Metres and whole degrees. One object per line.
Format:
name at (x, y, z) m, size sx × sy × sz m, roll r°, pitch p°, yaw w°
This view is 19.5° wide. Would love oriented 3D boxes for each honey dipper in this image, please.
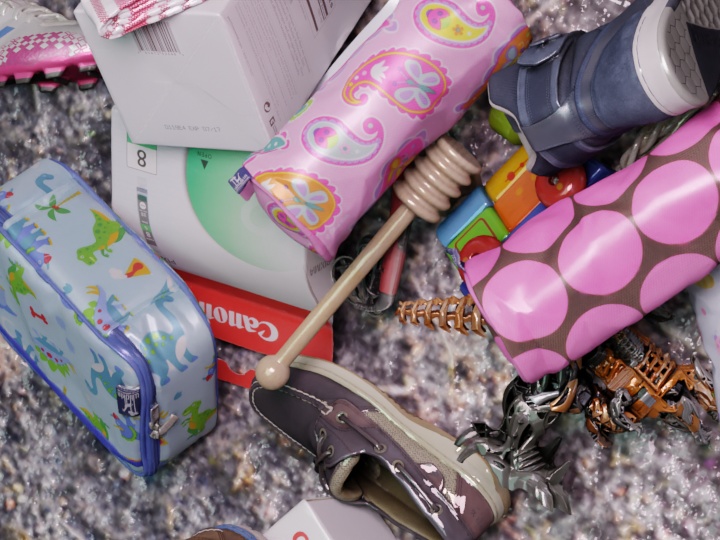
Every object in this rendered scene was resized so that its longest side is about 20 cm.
honey dipper at (0.000, 0.000, 1.316) m, size 0.038 × 0.038 × 0.200 m, roll 45°, pitch 104°, yaw 23°

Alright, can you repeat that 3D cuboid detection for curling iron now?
curling iron at (0.022, -0.065, 1.333) m, size 0.049 × 0.026 × 0.201 m, roll 23°, pitch 109°, yaw 26°

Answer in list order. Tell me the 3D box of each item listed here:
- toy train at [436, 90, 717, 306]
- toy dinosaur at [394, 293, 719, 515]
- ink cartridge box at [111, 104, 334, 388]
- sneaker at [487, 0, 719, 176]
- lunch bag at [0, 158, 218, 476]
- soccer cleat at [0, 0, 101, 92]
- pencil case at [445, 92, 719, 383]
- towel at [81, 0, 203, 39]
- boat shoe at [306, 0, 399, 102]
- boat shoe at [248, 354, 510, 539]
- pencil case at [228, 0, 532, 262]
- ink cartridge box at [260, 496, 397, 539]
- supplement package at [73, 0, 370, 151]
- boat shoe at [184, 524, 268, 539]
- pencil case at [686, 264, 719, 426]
toy train at (0.125, -0.075, 1.313) m, size 0.200 × 0.084 × 0.116 m, roll -46°, pitch 54°, yaw 18°
toy dinosaur at (0.121, 0.066, 1.287) m, size 0.199 × 0.102 × 0.136 m, roll 25°, pitch 98°, yaw 21°
ink cartridge box at (-0.093, -0.006, 1.398) m, size 0.160 × 0.050 × 0.201 m, roll 16°, pitch 116°, yaw 29°
sneaker at (0.157, -0.131, 1.244) m, size 0.146 × 0.202 × 0.077 m, roll -26°, pitch 103°, yaw 37°
lunch bag at (-0.181, 0.036, 1.430) m, size 0.082 × 0.161 × 0.200 m, roll -35°, pitch 65°, yaw -25°
soccer cleat at (-0.253, -0.172, 1.524) m, size 0.199 × 0.070 × 0.087 m, roll -5°, pitch 84°, yaw 29°
pencil case at (0.154, -0.024, 1.201) m, size 0.199 × 0.094 × 0.091 m, roll -31°, pitch 109°, yaw 13°
towel at (-0.088, -0.222, 1.286) m, size 0.199 × 0.030 × 0.147 m, roll -24°, pitch 39°, yaw -4°
boat shoe at (0.004, -0.104, 1.381) m, size 0.068 × 0.074 × 0.199 m, roll 43°, pitch 114°, yaw 4°
boat shoe at (0.001, 0.120, 1.358) m, size 0.199 × 0.065 × 0.072 m, roll 28°, pitch 143°, yaw 23°
pencil case at (0.013, -0.101, 1.264) m, size 0.200 × 0.087 × 0.087 m, roll -46°, pitch 66°, yaw -1°
ink cartridge box at (-0.047, 0.262, 1.376) m, size 0.200 × 0.084 × 0.145 m, roll -42°, pitch 69°, yaw 18°
supplement package at (-0.076, -0.184, 1.348) m, size 0.113 × 0.110 × 0.200 m, roll 5°, pitch 46°, yaw 28°
boat shoe at (-0.045, 0.239, 1.288) m, size 0.200 × 0.072 × 0.072 m, roll 40°, pitch 104°, yaw 23°
pencil case at (0.246, 0.079, 1.225) m, size 0.083 × 0.091 × 0.201 m, roll -17°, pitch 78°, yaw 27°
